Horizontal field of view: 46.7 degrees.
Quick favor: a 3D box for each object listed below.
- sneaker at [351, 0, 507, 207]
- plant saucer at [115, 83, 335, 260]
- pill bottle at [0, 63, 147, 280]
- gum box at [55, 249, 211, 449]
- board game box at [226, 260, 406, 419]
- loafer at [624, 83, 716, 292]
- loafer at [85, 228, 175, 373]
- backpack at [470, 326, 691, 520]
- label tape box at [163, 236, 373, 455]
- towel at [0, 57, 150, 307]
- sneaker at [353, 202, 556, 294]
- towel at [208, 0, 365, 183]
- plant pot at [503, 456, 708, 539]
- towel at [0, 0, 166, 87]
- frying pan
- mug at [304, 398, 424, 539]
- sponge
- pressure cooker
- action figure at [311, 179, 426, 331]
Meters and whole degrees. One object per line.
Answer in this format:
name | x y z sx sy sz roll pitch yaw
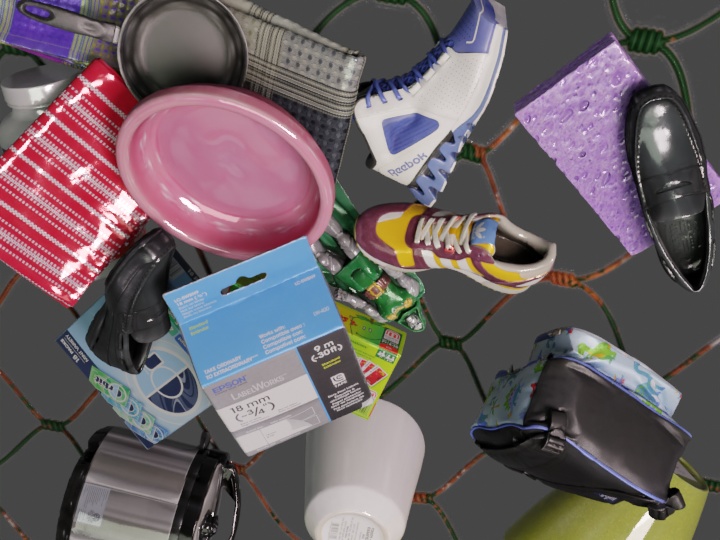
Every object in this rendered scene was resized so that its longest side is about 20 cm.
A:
sneaker | 0.051 -0.160 0.769 0.114 0.081 0.200 19 123 -7
plant saucer | -0.117 -0.091 0.751 0.199 0.051 0.201 10 141 8
pill bottle | -0.287 -0.097 0.832 0.111 0.113 0.201 -2 120 8
gum box | -0.228 0.089 0.936 0.200 0.045 0.170 -35 97 33
board game box | -0.060 0.079 0.934 0.199 0.048 0.102 24 121 -1
loafer | 0.289 -0.071 0.762 0.068 0.071 0.202 -15 118 15
loafer | -0.215 0.035 0.824 0.070 0.068 0.201 39 134 2
backpack | 0.226 0.157 0.883 0.182 0.148 0.200 31 160 -9
label tape box | -0.082 0.080 0.800 0.143 0.063 0.201 -23 137 -3
towel | -0.256 -0.077 0.773 0.200 0.022 0.145 -49 126 -7
sneaker | 0.094 -0.033 0.824 0.198 0.076 0.090 11 162 -7
towel | -0.101 -0.152 0.799 0.199 0.035 0.194 25 124 14
plant pot | 0.298 0.294 0.964 0.186 0.187 0.201 30 106 -11
towel | -0.264 -0.260 0.759 0.198 0.023 0.145 16 101 -2
frying pan | -0.194 -0.188 0.740 0.188 0.031 0.116 -6 112 -5
mug | 0.009 0.267 0.984 0.149 0.154 0.187 -30 113 21
sponge | 0.251 -0.115 0.799 0.111 0.030 0.200 -36 111 25
pressure cooker | -0.248 0.296 1.020 0.198 0.179 0.177 13 118 0
action figure | 0.000 0.000 0.889 0.200 0.055 0.118 40 115 -20
